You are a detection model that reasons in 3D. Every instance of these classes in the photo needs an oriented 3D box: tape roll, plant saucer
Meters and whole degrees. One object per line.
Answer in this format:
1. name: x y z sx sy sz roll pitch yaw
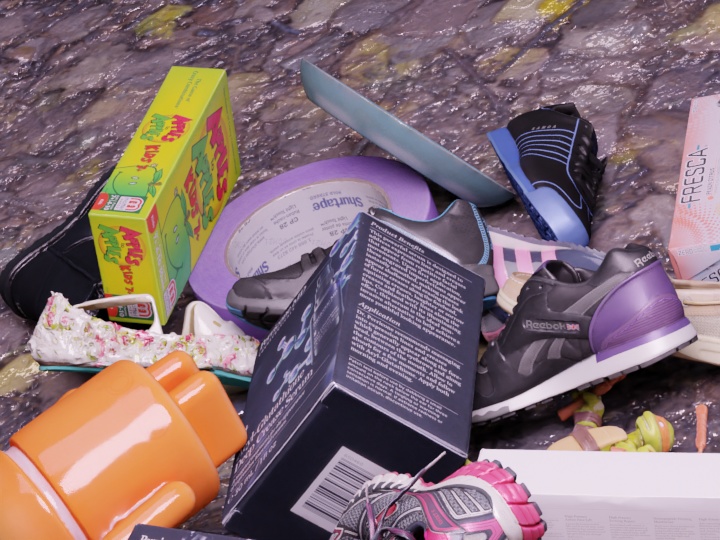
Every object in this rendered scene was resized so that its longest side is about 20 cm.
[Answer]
1. tape roll: -0.032 -0.006 1.927 0.199 0.066 0.200 -15 32 10
2. plant saucer: 0.032 -0.103 1.942 0.027 0.200 0.200 -58 36 3

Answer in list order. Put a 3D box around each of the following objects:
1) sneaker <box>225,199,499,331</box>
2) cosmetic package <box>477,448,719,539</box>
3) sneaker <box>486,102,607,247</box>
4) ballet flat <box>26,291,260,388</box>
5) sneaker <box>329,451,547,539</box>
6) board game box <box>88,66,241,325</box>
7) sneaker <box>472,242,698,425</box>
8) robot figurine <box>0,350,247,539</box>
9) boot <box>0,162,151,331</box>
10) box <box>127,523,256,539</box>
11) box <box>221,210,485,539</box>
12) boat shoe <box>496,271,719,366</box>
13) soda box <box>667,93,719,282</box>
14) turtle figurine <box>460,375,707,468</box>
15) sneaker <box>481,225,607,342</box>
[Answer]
1. sneaker: 0.000 0.000 1.796 0.199 0.073 0.082 -7 75 6
2. cosmetic package: 0.172 0.155 1.520 0.199 0.083 0.051 0 34 16
3. sneaker: 0.156 -0.077 1.913 0.078 0.070 0.200 -27 29 3
4. ballet flat: -0.145 0.051 1.830 0.199 0.064 0.076 6 -6 -11
5. sneaker: 0.028 0.166 1.514 0.075 0.081 0.200 -33 1 -32
6. board game box: -0.148 -0.060 1.913 0.047 0.102 0.200 5 39 15
7. sneaker: 0.128 0.039 1.669 0.200 0.088 0.076 -23 0 33
8. robot figurine: -0.174 0.138 1.637 0.200 0.117 0.144 -36 72 -15
9. boot: -0.185 -0.008 2.006 0.200 0.077 0.168 -39 32 -15
10. box: -0.078 0.263 1.485 0.199 0.104 0.182 3 50 34
11. box: -0.002 0.086 1.670 0.149 0.107 0.200 -53 15 32
12. boat shoe: 0.192 0.019 1.710 0.199 0.065 0.072 11 13 23
13. soda box: 0.273 -0.054 1.818 0.068 0.064 0.200 -9 35 19
14. turtle figurine: 0.140 0.123 1.632 0.161 0.065 0.200 -15 16 -8
15. sneaker: 0.131 0.021 1.809 0.199 0.070 0.082 11 73 34
